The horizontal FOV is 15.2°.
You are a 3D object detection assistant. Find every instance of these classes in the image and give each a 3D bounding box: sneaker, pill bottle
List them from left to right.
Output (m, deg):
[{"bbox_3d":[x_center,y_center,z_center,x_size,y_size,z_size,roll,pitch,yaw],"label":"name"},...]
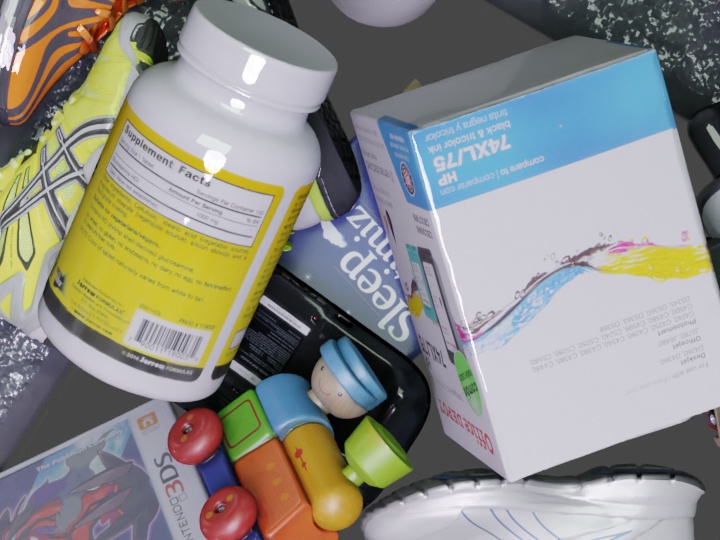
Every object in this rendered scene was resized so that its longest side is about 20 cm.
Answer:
[{"bbox_3d":[-0.168,-0.057,1.537,0.076,0.075,0.201,24,102,5],"label":"sneaker"},{"bbox_3d":[-0.137,-0.162,1.562,0.112,0.078,0.201,25,85,2],"label":"sneaker"},{"bbox_3d":[-0.090,-0.040,1.457,0.112,0.112,0.201,26,108,1],"label":"pill bottle"},{"bbox_3d":[-0.070,-0.106,1.522,0.082,0.072,0.201,-22,98,11],"label":"sneaker"},{"bbox_3d":[0.099,0.156,1.544,0.199,0.075,0.088,0,91,0],"label":"sneaker"}]

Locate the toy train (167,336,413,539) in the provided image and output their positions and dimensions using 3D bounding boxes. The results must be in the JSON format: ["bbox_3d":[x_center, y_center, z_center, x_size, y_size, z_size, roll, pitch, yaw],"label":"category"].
[{"bbox_3d":[-0.019,0.126,1.435,0.116,0.200,0.085,-38,128,7],"label":"toy train"}]

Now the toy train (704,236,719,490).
[{"bbox_3d":[0.212,0.074,1.539,0.034,0.046,0.201,-21,109,-21],"label":"toy train"}]

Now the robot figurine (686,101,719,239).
[{"bbox_3d":[0.270,-0.023,1.536,0.125,0.150,0.200,-33,85,-31],"label":"robot figurine"}]

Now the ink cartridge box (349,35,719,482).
[{"bbox_3d":[0.102,-0.010,1.489,0.145,0.147,0.201,-19,101,-10],"label":"ink cartridge box"}]

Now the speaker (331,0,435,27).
[{"bbox_3d":[0.023,-0.191,1.506,0.081,0.200,0.082,1,85,-6],"label":"speaker"}]

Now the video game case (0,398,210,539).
[{"bbox_3d":[-0.173,0.169,1.500,0.199,0.182,0.023,-26,128,-2],"label":"video game case"}]

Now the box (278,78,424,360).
[{"bbox_3d":[0.000,0.000,1.575,0.200,0.032,0.121,-43,87,-3],"label":"box"}]

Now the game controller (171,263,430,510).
[{"bbox_3d":[-0.057,0.051,1.547,0.200,0.042,0.105,35,101,8],"label":"game controller"}]
